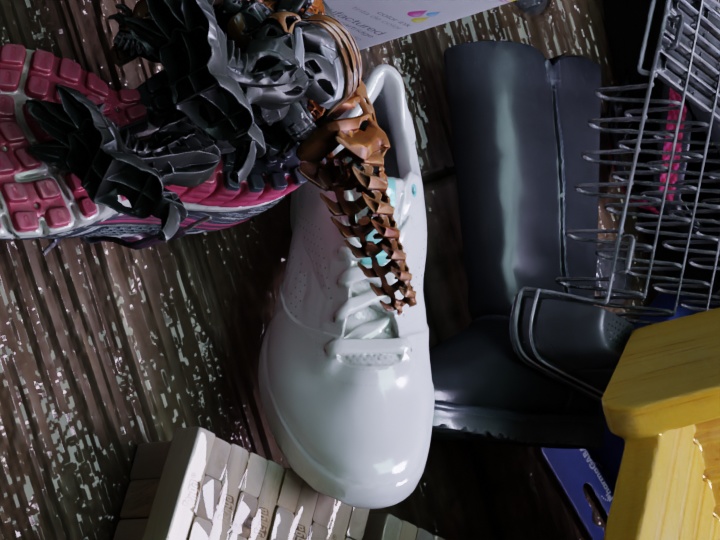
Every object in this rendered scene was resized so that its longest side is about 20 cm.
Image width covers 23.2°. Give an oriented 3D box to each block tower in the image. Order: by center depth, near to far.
[{"bbox_3d":[-0.018,0.128,0.770,0.200,0.058,0.054,31,63,-37],"label":"block tower"}]

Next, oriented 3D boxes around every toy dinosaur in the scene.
[{"bbox_3d":[-0.040,-0.077,0.670,0.200,0.102,0.136,39,35,17],"label":"toy dinosaur"}]

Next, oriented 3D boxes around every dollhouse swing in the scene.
[{"bbox_3d":[0.197,0.138,0.759,0.176,0.181,0.201,-87,161,-64],"label":"dollhouse swing"}]

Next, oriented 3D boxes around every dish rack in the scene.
[{"bbox_3d":[0.156,-0.031,0.867,0.153,0.054,0.201,27,72,-45],"label":"dish rack"}]

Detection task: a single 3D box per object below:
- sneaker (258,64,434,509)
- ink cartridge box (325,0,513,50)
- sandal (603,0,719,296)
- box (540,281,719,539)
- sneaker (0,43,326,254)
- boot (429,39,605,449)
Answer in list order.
[{"bbox_3d":[0.000,0.000,0.752,0.075,0.089,0.201,6,54,-13],"label":"sneaker"},{"bbox_3d":[0.013,-0.175,0.756,0.145,0.200,0.088,19,70,-39],"label":"ink cartridge box"},{"bbox_3d":[0.161,-0.079,0.966,0.045,0.075,0.201,-6,79,-36],"label":"sandal"},{"bbox_3d":[0.184,0.081,0.979,0.200,0.032,0.121,-45,112,-37],"label":"box"},{"bbox_3d":[-0.112,-0.039,0.708,0.199,0.075,0.081,0,67,-29],"label":"sneaker"},{"bbox_3d":[0.061,-0.017,0.859,0.165,0.065,0.201,11,79,-51],"label":"boot"}]
